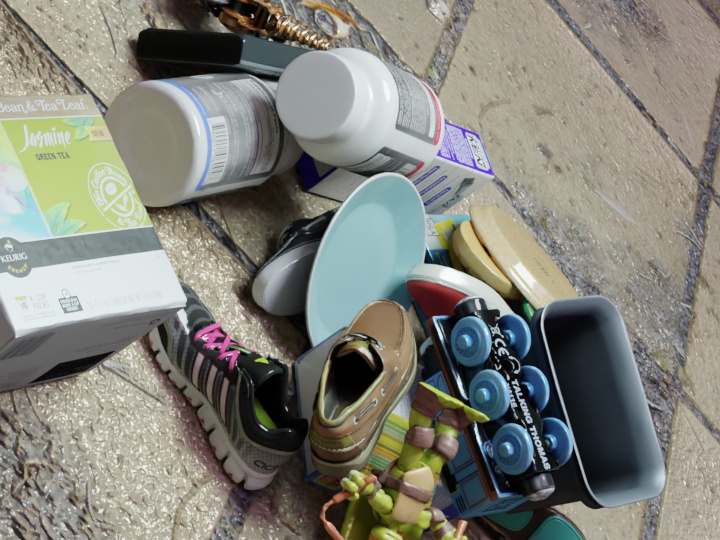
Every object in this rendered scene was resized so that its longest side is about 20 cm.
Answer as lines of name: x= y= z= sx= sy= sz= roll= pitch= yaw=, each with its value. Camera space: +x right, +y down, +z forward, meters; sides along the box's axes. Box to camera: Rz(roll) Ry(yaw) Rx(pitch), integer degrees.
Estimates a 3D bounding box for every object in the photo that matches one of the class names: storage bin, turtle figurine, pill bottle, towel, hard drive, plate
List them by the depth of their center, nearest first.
turtle figurine: x=0.050 y=0.187 z=1.604 sx=0.200 sy=0.064 sz=0.162 roll=30 pitch=84 yaw=-38
towel: x=0.016 y=0.228 z=1.628 sx=0.086 sy=0.018 sz=0.201 roll=30 pitch=69 yaw=-32
pill bottle: x=-0.139 y=-0.126 z=1.713 sx=0.200 sy=0.114 sz=0.114 roll=-16 pitch=76 yaw=-59
pill bottle: x=-0.002 y=-0.149 z=1.742 sx=0.111 sy=0.110 sz=0.200 roll=66 pitch=18 yaw=14
storage bin: x=0.194 y=0.139 z=1.784 sx=0.145 sy=0.134 sz=0.201 roll=-5 pitch=77 yaw=-45
plate: x=0.000 y=0.000 z=1.784 sx=0.200 sy=0.025 sz=0.201 roll=-34 pitch=134 yaw=-45
hard drive: x=-0.104 y=-0.208 z=1.820 sx=0.200 sy=0.139 sz=0.033 roll=6 pitch=93 yaw=-52

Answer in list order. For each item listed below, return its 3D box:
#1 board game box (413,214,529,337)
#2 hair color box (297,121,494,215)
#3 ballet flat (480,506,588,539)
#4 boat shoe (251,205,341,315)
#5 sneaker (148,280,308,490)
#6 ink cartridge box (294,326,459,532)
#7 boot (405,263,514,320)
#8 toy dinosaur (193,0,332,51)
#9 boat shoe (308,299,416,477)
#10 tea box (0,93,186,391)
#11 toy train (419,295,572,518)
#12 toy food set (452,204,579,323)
board game box: x=0.125 y=0.015 z=2.021 sx=0.200 sy=0.047 sz=0.152 roll=-2 pitch=65 yaw=-55
hair color box: x=0.037 y=-0.116 z=1.954 sx=0.200 sy=0.109 sz=0.065 roll=17 pitch=48 yaw=-48
ballet flat: x=0.166 y=0.248 z=1.859 sx=0.200 sy=0.068 sz=0.067 roll=47 pitch=4 yaw=-23
boat shoe: x=-0.050 y=-0.018 z=1.794 sx=0.068 sy=0.072 sz=0.200 roll=32 pitch=39 yaw=24
sneaker: x=-0.109 y=0.086 z=1.591 sx=0.200 sy=0.087 sz=0.074 roll=60 pitch=31 yaw=5
ink cartridge box: x=0.036 y=0.158 z=1.741 sx=0.200 sy=0.076 sz=0.137 roll=27 pitch=43 yaw=-37
boot: x=0.099 y=0.093 z=1.853 sx=0.200 sy=0.072 sz=0.145 roll=40 pitch=65 yaw=-37
toy dinosaur: x=-0.117 y=-0.270 z=1.876 sx=0.200 sy=0.102 sz=0.136 roll=53 pitch=27 yaw=13
boat shoe: x=0.005 y=0.087 z=1.619 sx=0.200 sy=0.072 sz=0.068 roll=-73 pitch=163 yaw=-46
tea box: x=-0.273 y=-0.020 z=1.413 sx=0.200 sy=0.133 sz=0.197 roll=-12 pitch=72 yaw=-57
toy train: x=0.115 y=0.127 z=1.699 sx=0.086 sy=0.114 sz=0.201 roll=-2 pitch=64 yaw=-46
toy food set: x=0.176 y=0.012 z=1.962 sx=0.198 sy=0.049 sz=0.200 roll=48 pitch=13 yaw=-6
